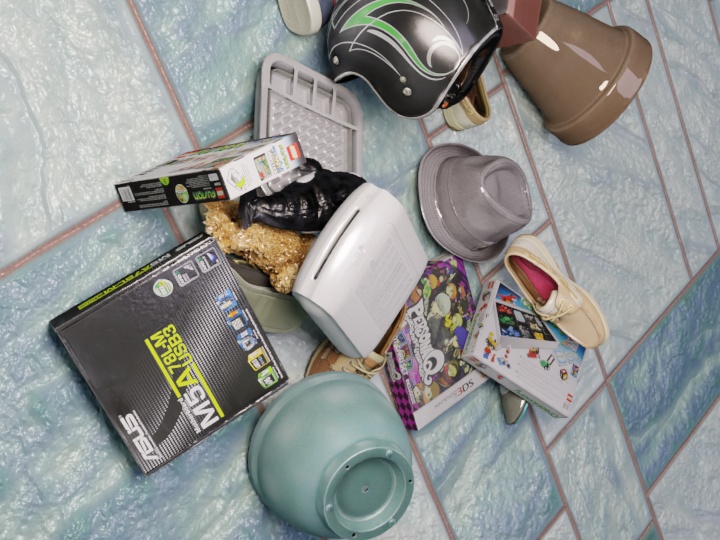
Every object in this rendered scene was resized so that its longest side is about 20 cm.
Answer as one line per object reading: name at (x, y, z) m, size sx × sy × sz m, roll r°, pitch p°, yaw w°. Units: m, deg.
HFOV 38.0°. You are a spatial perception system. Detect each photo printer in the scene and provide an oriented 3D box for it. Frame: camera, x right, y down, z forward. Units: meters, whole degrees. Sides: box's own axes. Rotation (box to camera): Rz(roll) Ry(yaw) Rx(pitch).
photo printer at (0.000, 0.000, 1.224) m, size 0.167 × 0.069 × 0.200 m, roll -57°, pitch 156°, yaw -11°

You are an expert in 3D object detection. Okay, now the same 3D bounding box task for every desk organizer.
desk organizer at (0.137, -0.338, 1.406) m, size 0.077 × 0.199 × 0.072 m, roll 27°, pitch 67°, yaw -45°

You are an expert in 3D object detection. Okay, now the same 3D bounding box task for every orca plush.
orca plush at (-0.048, -0.092, 1.204) m, size 0.199 × 0.071 × 0.106 m, roll 8°, pitch 70°, yaw -45°

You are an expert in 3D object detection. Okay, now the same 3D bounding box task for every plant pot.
plant pot at (0.315, -0.321, 1.598) m, size 0.174 × 0.200 × 0.201 m, roll 34°, pitch 66°, yaw -19°
plant pot at (-0.017, 0.237, 1.247) m, size 0.199 × 0.134 × 0.201 m, roll -9°, pitch 110°, yaw -26°

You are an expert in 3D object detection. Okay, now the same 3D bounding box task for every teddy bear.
teddy bear at (-0.106, -0.036, 1.228) m, size 0.200 × 0.145 × 0.067 m, roll 35°, pitch 105°, yaw -17°

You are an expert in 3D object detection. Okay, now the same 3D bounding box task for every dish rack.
dish rack at (-0.069, -0.151, 1.289) m, size 0.171 × 0.043 × 0.201 m, roll 20°, pitch 60°, yaw -42°

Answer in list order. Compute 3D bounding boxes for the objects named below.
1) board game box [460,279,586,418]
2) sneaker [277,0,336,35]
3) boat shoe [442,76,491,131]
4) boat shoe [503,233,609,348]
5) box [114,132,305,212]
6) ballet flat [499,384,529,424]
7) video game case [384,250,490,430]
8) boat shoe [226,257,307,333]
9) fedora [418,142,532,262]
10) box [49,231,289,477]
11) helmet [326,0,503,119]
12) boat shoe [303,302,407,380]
board game box at (0.244, 0.117, 1.537) m, size 0.200 × 0.035 × 0.127 m, roll 33°, pitch 62°, yaw -25°
sneaker at (-0.069, -0.398, 1.291) m, size 0.084 × 0.075 × 0.201 m, roll -38°, pitch 132°, yaw -39°
boat shoe at (0.143, -0.302, 1.499) m, size 0.074 × 0.066 × 0.201 m, roll -32°, pitch 110°, yaw -39°
boat shoe at (0.277, 0.041, 1.516) m, size 0.200 × 0.074 × 0.069 m, roll 48°, pitch 38°, yaw 5°
box at (-0.163, -0.103, 1.116) m, size 0.110 × 0.199 × 0.035 m, roll -31°, pitch 110°, yaw -39°
ballet flat at (0.242, 0.138, 1.598) m, size 0.064 × 0.067 × 0.201 m, roll 30°, pitch 65°, yaw -9°
video game case at (0.101, 0.096, 1.473) m, size 0.181 × 0.036 × 0.201 m, roll -28°, pitch 108°, yaw -42°
boat shoe at (-0.154, 0.020, 1.222) m, size 0.201 × 0.061 × 0.072 m, roll 23°, pitch 108°, yaw -39°
fedora at (0.179, -0.105, 1.493) m, size 0.199 × 0.090 × 0.178 m, roll 17°, pitch 65°, yaw -45°
box at (-0.202, 0.090, 1.139) m, size 0.193 × 0.047 × 0.201 m, roll -32°, pitch 112°, yaw -18°
helmet at (0.057, -0.291, 1.296) m, size 0.190 × 0.200 × 0.200 m, roll 38°, pitch 56°, yaw 8°
boat shoe at (-0.006, 0.105, 1.329) m, size 0.076 × 0.074 × 0.201 m, roll 31°, pitch 82°, yaw -31°
